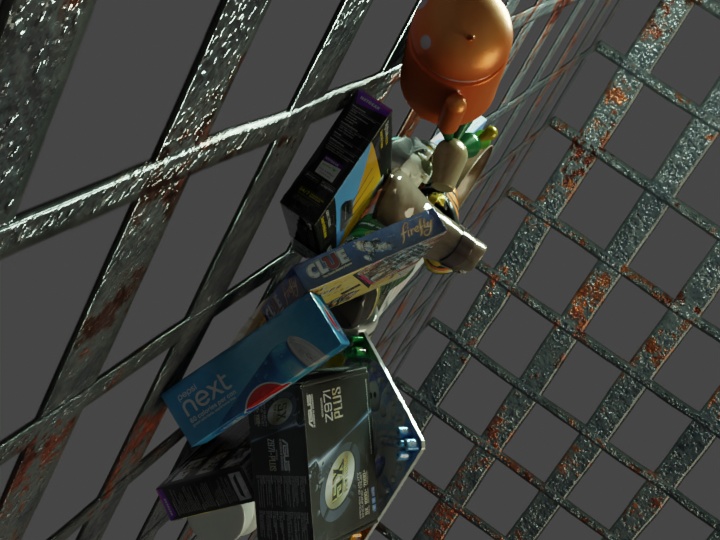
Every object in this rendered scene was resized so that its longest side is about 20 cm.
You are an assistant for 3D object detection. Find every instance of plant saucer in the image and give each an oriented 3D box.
[{"bbox_3d":[0.185,-0.162,2.266,0.202,0.036,0.201,-55,172,-12],"label":"plant saucer"}]

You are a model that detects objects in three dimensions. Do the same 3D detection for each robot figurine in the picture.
[{"bbox_3d":[0.104,-0.238,1.302,0.144,0.116,0.200,-46,170,-18],"label":"robot figurine"}]

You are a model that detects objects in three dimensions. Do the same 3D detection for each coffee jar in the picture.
[{"bbox_3d":[0.000,0.000,1.618,0.200,0.103,0.086,-44,158,-56],"label":"coffee jar"}]

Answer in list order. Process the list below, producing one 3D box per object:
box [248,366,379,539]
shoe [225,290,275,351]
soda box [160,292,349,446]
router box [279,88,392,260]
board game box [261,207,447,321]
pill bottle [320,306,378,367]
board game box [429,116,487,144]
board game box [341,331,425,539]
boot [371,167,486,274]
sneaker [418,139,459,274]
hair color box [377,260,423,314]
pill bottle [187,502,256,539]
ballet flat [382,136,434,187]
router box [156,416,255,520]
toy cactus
[{"bbox_3d":[-0.057,0.228,1.465,0.163,0.085,0.204,-4,90,-60],"label":"box"},{"bbox_3d":[-0.122,0.080,1.434,0.053,0.071,0.200,-12,-155,35],"label":"shoe"},{"bbox_3d":[-0.112,0.107,1.286,0.199,0.068,0.064,-34,173,5],"label":"soda box"},{"bbox_3d":[-0.023,-0.095,1.312,0.150,0.051,0.200,-56,172,-10],"label":"router box"},{"bbox_3d":[-0.008,0.000,1.381,0.198,0.035,0.136,-23,167,-28],"label":"board game box"},{"bbox_3d":[-0.060,0.116,1.684,0.111,0.111,0.202,-42,164,-56],"label":"pill bottle"},{"bbox_3d":[0.115,-0.144,1.924,0.200,0.043,0.201,-44,164,-53],"label":"board game box"},{"bbox_3d":[-0.004,0.221,1.581,0.026,0.201,0.202,1,132,-33],"label":"board game box"},{"bbox_3d":[0.090,-0.055,1.476,0.071,0.145,0.200,-57,175,-3],"label":"boot"},{"bbox_3d":[0.106,-0.102,1.656,0.090,0.069,0.204,82,0,-70],"label":"sneaker"},{"bbox_3d":[0.063,-0.016,2.043,0.200,0.063,0.112,-50,171,-42],"label":"hair color box"},{"bbox_3d":[-0.180,0.333,1.797,0.115,0.113,0.200,-58,171,18],"label":"pill bottle"},{"bbox_3d":[0.060,-0.139,1.564,0.074,0.073,0.200,-58,171,17],"label":"ballet flat"},{"bbox_3d":[-0.153,0.242,1.554,0.147,0.052,0.200,-19,-168,32],"label":"router box"},{"bbox_3d":[0.119,-0.188,1.561,0.200,0.101,0.168,57,47,-66],"label":"toy cactus"}]
